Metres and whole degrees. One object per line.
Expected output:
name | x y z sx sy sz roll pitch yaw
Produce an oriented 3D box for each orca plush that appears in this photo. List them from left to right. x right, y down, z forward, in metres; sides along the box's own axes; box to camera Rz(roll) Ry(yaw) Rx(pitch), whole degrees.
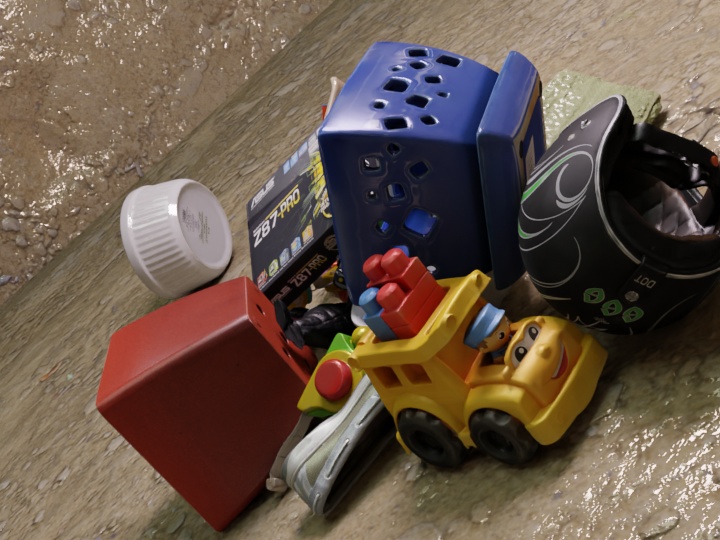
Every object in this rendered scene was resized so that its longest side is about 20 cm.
orca plush | -0.034 0.045 1.362 0.105 0.200 0.071 35 99 31

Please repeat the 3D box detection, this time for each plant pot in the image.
plant pot | -0.151 0.124 1.315 0.176 0.200 0.200 -38 19 7
plant pot | 0.083 -0.096 1.156 0.179 0.201 0.200 1 35 18

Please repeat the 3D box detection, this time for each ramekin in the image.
ramekin | -0.305 -0.060 2.032 0.105 0.200 0.200 -18 27 25

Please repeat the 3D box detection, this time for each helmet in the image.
helmet | 0.228 -0.043 1.029 0.200 0.200 0.191 -47 0 -21

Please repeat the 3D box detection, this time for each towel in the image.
towel | 0.246 -0.153 1.377 0.148 0.037 0.200 21 58 29

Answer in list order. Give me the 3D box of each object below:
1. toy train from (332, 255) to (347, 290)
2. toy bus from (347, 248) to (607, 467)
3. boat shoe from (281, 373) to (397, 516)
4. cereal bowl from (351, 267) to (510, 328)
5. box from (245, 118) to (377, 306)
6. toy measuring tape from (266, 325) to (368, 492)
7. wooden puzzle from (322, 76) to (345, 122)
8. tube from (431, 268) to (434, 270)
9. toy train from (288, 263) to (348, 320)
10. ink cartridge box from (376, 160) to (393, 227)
toy train | 0.000 0.000 1.380 0.200 0.034 0.046 -15 -53 -79
toy bus | 0.086 0.062 1.051 0.200 0.192 0.136 -12 31 50
boat shoe | 0.014 0.154 1.172 0.202 0.075 0.065 -41 54 -11
cereal bowl | 0.092 0.021 1.289 0.200 0.083 0.200 -34 20 14
box | -0.057 -0.072 1.399 0.200 0.049 0.162 -42 39 34
toy measuring tape | -0.030 0.151 1.227 0.200 0.073 0.074 -63 19 4
wooden puzzle | -0.014 -0.128 1.558 0.046 0.185 0.201 4 78 34
tube | 0.101 -0.011 1.409 0.200 0.050 0.078 -34 42 4
toy train | -0.064 0.027 1.549 0.200 0.056 0.150 -24 13 -36
ink cartridge box | 0.094 -0.122 1.467 0.200 0.145 0.084 -24 24 15
